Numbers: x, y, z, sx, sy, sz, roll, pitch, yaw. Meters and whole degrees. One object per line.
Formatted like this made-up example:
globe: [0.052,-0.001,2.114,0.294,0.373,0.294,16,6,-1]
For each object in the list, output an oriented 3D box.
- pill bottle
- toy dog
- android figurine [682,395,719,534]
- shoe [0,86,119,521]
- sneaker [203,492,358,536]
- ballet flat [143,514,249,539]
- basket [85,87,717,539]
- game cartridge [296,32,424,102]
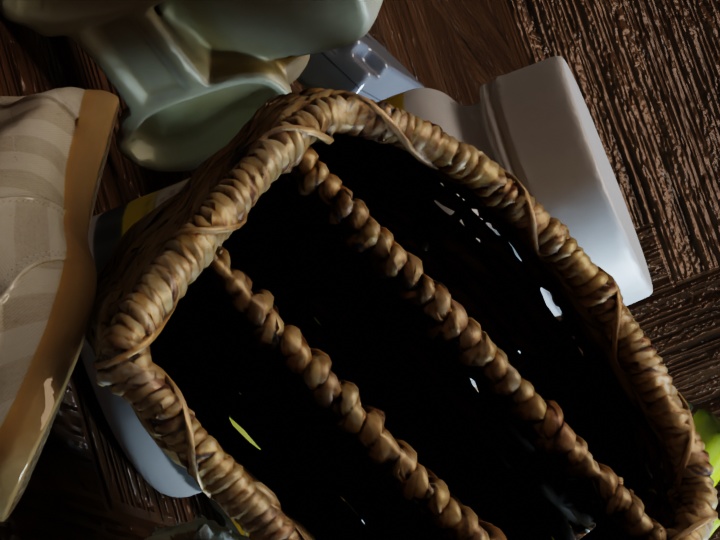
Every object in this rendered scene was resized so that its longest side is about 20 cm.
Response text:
pill bottle: [0.000,0.000,0.877,0.114,0.199,0.115,-21,90,-80]
toy dog: [-0.060,-0.178,0.973,0.139,0.193,0.201,40,35,-44]
android figurine: [0.108,0.146,1.179,0.041,0.200,0.182,38,-1,-25]
shoe: [-0.113,0.004,0.734,0.201,0.053,0.070,-89,-161,-57]
sneaker: [-0.025,0.032,0.992,0.201,0.089,0.070,-101,165,-45]
ballet flat: [-0.041,0.141,0.813,0.200,0.071,0.072,55,17,-44]
basket: [0.023,0.040,0.741,0.200,0.143,0.149,48,-4,-10]
game cartridge: [-0.057,-0.145,1.114,0.200,0.041,0.133,44,10,11]
